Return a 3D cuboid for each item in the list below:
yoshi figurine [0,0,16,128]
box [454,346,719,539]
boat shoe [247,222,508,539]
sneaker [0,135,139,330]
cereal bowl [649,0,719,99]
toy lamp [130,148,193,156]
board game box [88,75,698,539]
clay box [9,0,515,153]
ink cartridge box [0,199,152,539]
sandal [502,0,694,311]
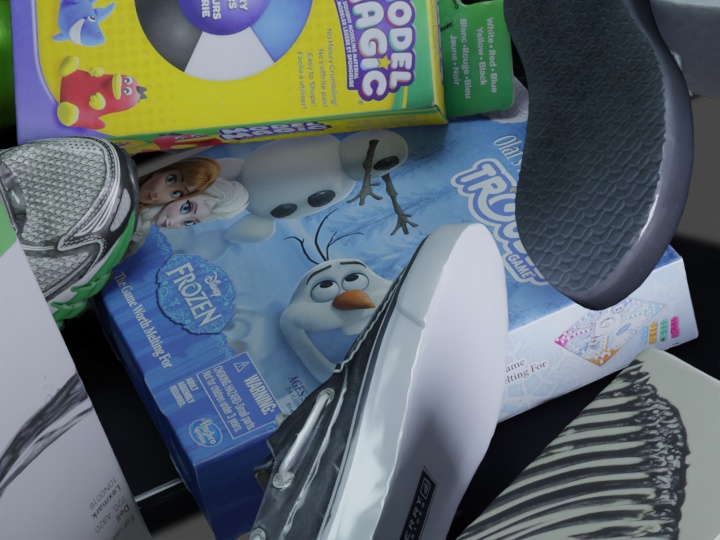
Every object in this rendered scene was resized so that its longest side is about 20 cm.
[{"bbox_3d":[-0.144,-0.135,1.187,0.111,0.201,0.113,-14,57,-24],"label":"yoshi figurine"},{"bbox_3d":[0.056,0.122,0.801,0.200,0.069,0.082,-44,42,-17],"label":"box"},{"bbox_3d":[-0.003,0.068,0.916,0.067,0.072,0.201,2,58,28],"label":"boat shoe"},{"bbox_3d":[-0.180,-0.007,1.033,0.199,0.085,0.078,-20,58,-7],"label":"sneaker"},{"bbox_3d":[0.191,-0.130,1.122,0.199,0.084,0.201,-12,34,8],"label":"cereal bowl"},{"bbox_3d":[-0.144,-0.021,1.138,0.058,0.059,0.200,16,44,39],"label":"toy lamp"},{"bbox_3d":[0.000,0.000,1.055,0.198,0.044,0.200,-22,35,-10],"label":"board game box"},{"bbox_3d":[-0.041,-0.112,1.083,0.198,0.116,0.048,-6,-7,9],"label":"clay box"},{"bbox_3d":[-0.173,0.042,0.932,0.145,0.201,0.084,12,46,37],"label":"ink cartridge box"},{"bbox_3d":[0.097,-0.062,1.011,0.076,0.043,0.201,-37,33,29],"label":"sandal"}]
